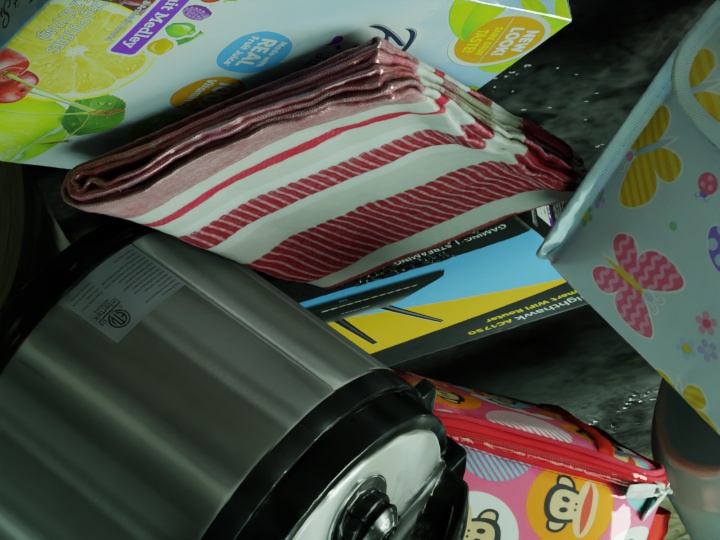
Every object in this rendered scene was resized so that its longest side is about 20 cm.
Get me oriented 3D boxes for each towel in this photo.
[{"bbox_3d":[-0.006,-0.034,1.097,0.143,0.023,0.200,-21,160,24],"label":"towel"}]

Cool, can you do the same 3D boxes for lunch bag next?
[{"bbox_3d":[0.192,-0.029,1.095,0.127,0.170,0.200,-23,155,-51],"label":"lunch bag"},{"bbox_3d":[0.077,0.109,1.420,0.175,0.082,0.200,15,-178,-8],"label":"lunch bag"}]

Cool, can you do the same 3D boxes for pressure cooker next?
[{"bbox_3d":[-0.060,0.096,1.153,0.176,0.199,0.179,-57,161,2],"label":"pressure cooker"}]

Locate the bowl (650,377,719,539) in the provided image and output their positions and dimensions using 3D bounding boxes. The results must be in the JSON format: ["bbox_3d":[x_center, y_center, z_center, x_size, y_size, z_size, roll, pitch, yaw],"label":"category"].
[{"bbox_3d":[0.227,0.078,1.425,0.200,0.202,0.105,-27,132,37],"label":"bowl"}]

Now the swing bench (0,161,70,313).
[{"bbox_3d":[-0.215,0.051,1.245,0.199,0.131,0.199,-10,156,6],"label":"swing bench"}]

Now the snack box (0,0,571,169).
[{"bbox_3d":[-0.050,-0.096,1.037,0.199,0.068,0.168,4,155,-35],"label":"snack box"}]

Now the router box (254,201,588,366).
[{"bbox_3d":[0.000,0.000,1.299,0.199,0.051,0.149,-18,157,20],"label":"router box"}]
